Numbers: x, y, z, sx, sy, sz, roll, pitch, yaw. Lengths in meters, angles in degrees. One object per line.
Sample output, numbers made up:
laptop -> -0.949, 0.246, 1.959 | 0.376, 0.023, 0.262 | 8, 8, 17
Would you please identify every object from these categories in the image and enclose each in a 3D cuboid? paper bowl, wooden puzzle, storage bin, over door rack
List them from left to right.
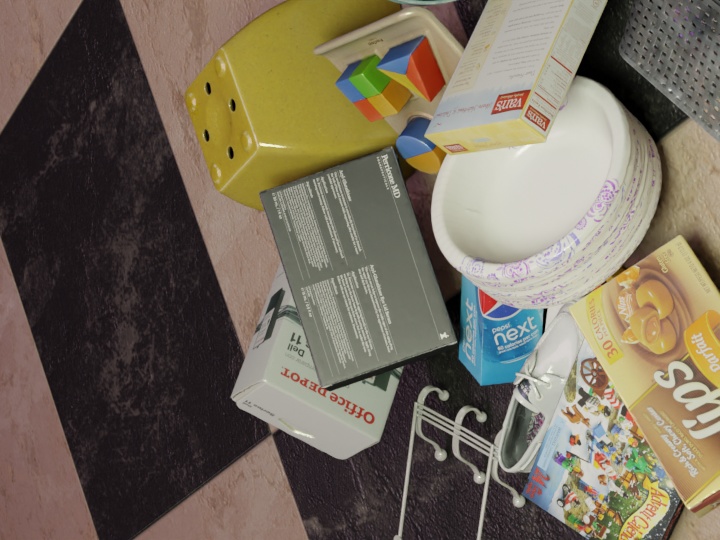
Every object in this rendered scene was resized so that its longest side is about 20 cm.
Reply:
wooden puzzle -> 0.062, -0.154, 1.723 | 0.200, 0.046, 0.185 | 41, 156, -20
over door rack -> 0.095, 0.236, 1.888 | 0.147, 0.066, 0.202 | 25, 101, 53
paper bowl -> 0.168, -0.061, 1.591 | 0.199, 0.104, 0.202 | -22, 51, 30
storage bin -> 0.303, -0.163, 1.354 | 0.200, 0.134, 0.094 | 50, 140, 37

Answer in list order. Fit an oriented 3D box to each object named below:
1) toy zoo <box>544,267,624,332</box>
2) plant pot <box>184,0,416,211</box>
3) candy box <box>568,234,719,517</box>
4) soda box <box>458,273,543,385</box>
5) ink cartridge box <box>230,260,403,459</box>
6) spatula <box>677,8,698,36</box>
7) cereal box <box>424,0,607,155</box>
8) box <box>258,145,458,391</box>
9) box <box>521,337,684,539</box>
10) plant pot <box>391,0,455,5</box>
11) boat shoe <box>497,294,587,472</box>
toy zoo -> 0.227, 0.061, 1.671 | 0.200, 0.020, 0.132 | 48, 139, 39
plant pot -> -0.063, -0.167, 1.889 | 0.194, 0.199, 0.197 | -39, 69, 56
candy box -> 0.271, 0.087, 1.511 | 0.115, 0.055, 0.201 | -33, 68, 9
soda box -> 0.136, 0.003, 1.742 | 0.068, 0.064, 0.202 | -127, 34, -64
ink cartridge box -> -0.028, 0.070, 1.880 | 0.083, 0.146, 0.201 | -33, 34, 57
spatula -> 0.285, -0.277, 1.447 | 0.057, 0.020, 0.202 | -114, 30, -55
cereal box -> 0.144, -0.197, 1.583 | 0.143, 0.039, 0.201 | -3, 58, 59
box -> 0.000, 0.000, 1.788 | 0.079, 0.140, 0.202 | 42, -151, -82
box -> 0.234, 0.158, 1.626 | 0.136, 0.038, 0.201 | 33, 130, 20
plant pot -> 0.052, -0.333, 1.676 | 0.134, 0.198, 0.202 | 161, 96, -85
boat shoe -> 0.171, 0.109, 1.692 | 0.072, 0.068, 0.201 | 54, 143, 33
